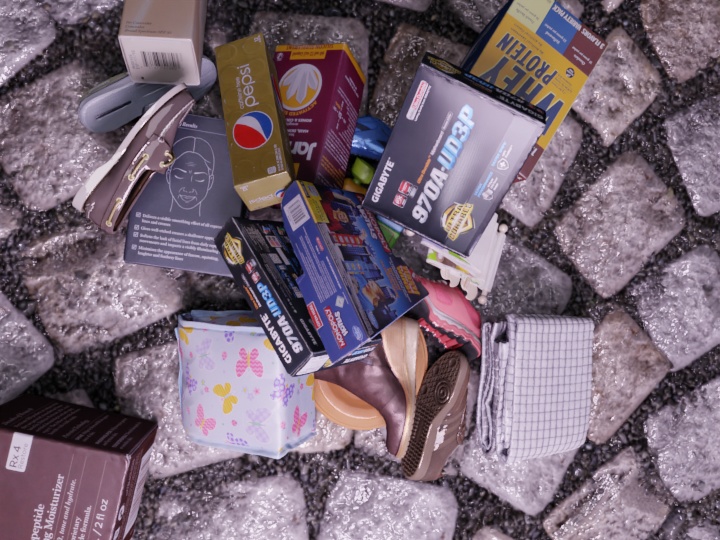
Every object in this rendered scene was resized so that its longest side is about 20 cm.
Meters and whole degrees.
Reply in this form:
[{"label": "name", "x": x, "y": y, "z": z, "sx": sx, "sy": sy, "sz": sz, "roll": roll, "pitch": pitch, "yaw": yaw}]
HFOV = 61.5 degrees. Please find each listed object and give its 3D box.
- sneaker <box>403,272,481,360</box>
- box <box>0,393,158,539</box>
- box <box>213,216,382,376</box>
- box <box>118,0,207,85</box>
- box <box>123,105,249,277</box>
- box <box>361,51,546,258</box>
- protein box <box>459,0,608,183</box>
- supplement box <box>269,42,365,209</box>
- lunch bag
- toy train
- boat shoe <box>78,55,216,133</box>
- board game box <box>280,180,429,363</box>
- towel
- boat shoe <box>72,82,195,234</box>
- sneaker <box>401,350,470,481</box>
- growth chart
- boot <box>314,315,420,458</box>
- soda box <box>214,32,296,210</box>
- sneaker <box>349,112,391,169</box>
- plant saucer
[{"label": "sneaker", "x": 0.103, "y": 0.045, "z": 0.887, "sx": 0.199, "sy": 0.073, "sz": 0.088, "roll": 41, "pitch": 50, "yaw": -18}, {"label": "box", "x": -0.389, "y": 0.276, "z": 0.781, "sx": 0.194, "sy": 0.164, "sz": 0.171, "roll": 13, "pitch": 89, "yaw": -7}, {"label": "box", "x": -0.075, "y": 0.026, "z": 0.762, "sx": 0.046, "sy": 0.158, "sz": 0.202, "roll": -43, "pitch": 69, "yaw": 25}, {"label": "box", "x": -0.253, "y": -0.350, "z": 0.798, "sx": 0.092, "sy": 0.078, "sz": 0.205, "roll": -1, "pitch": 64, "yaw": -7}, {"label": "box", "x": -0.226, "y": -0.101, "z": 0.828, "sx": 0.144, "sy": 0.107, "sz": 0.206, "roll": 8, "pitch": 90, "yaw": -6}, {"label": "box", "x": 0.106, "y": -0.132, "z": 0.730, "sx": 0.156, "sy": 0.046, "sz": 0.202, "roll": 26, "pitch": 129, "yaw": 0}, {"label": "protein box", "x": 0.192, "y": -0.235, "z": 0.834, "sx": 0.133, "sy": 0.198, "sz": 0.203, "roll": 33, "pitch": 87, "yaw": -7}, {"label": "supplement box", "x": -0.072, "y": -0.190, "z": 0.811, "sx": 0.107, "sy": 0.086, "sz": 0.206, "roll": 6, "pitch": 76, "yaw": 23}, {"label": "lunch bag", "x": -0.163, "y": 0.143, "z": 0.827, "sx": 0.195, "sy": 0.127, "sz": 0.175, "roll": 0, "pitch": 93, "yaw": 24}, {"label": "toy train", "x": -0.020, "y": -0.108, "z": 0.852, "sx": 0.197, "sy": 0.085, "sz": 0.117, "roll": 32, "pitch": 103, "yaw": -6}, {"label": "boat shoe", "x": -0.298, "y": -0.257, "z": 0.839, "sx": 0.196, "sy": 0.073, "sz": 0.062, "roll": -26, "pitch": 49, "yaw": -18}, {"label": "board game box", "x": 0.000, "y": 0.000, "z": 0.752, "sx": 0.061, "sy": 0.198, "sz": 0.204, "roll": -33, "pitch": 72, "yaw": 27}, {"label": "towel", "x": 0.250, "y": 0.162, "z": 0.882, "sx": 0.161, "sy": 0.085, "sz": 0.207, "roll": 1, "pitch": 91, "yaw": -28}, {"label": "boat shoe", "x": -0.263, "y": -0.136, "z": 0.736, "sx": 0.059, "sy": 0.072, "sz": 0.201, "roll": 41, "pitch": 91, "yaw": -10}, {"label": "sneaker", "x": 0.123, "y": 0.215, "z": 0.896, "sx": 0.074, "sy": 0.070, "sz": 0.204, "roll": 15, "pitch": 103, "yaw": -32}, {"label": "growth chart", "x": 0.144, "y": -0.052, "z": 0.876, "sx": 0.199, "sy": 0.018, "sz": 0.147, "roll": 37, "pitch": 72, "yaw": -31}, {"label": "boot", "x": -0.002, "y": 0.155, "z": 0.854, "sx": 0.161, "sy": 0.072, "sz": 0.206, "roll": 3, "pitch": 91, "yaw": 5}, {"label": "soda box", "x": -0.128, "y": -0.183, "z": 0.741, "sx": 0.066, "sy": 0.064, "sz": 0.205, "roll": -14, "pitch": 68, "yaw": 4}, {"label": "sneaker", "x": 0.035, "y": -0.186, "z": 0.881, "sx": 0.195, "sy": 0.066, "sz": 0.081, "roll": 17, "pitch": 82, "yaw": -5}, {"label": "plant saucer", "x": 0.007, "y": 0.136, "z": 0.895, "sx": 0.194, "sy": 0.037, "sz": 0.207, "roll": 0, "pitch": 90, "yaw": -7}]
